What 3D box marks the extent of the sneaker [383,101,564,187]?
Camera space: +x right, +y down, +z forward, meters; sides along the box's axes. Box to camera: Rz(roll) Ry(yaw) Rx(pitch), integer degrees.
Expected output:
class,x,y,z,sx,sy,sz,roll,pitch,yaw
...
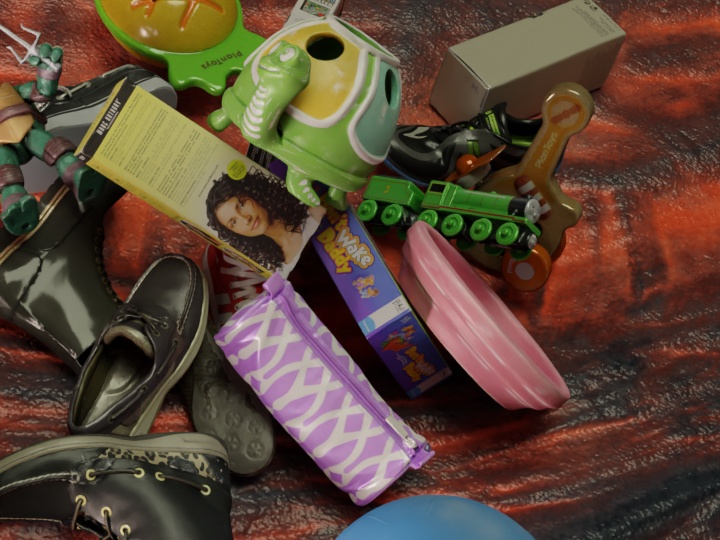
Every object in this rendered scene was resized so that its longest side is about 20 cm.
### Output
class,x,y,z,sx,sy,sz,roll,pitch,yaw
sneaker,0.107,-0.128,1.860,0.198,0.083,0.071,-1,49,-19

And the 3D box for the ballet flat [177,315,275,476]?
class,x,y,z,sx,sy,sz,roll,pitch,yaw
ballet flat,-0.128,0.091,1.614,0.067,0.046,0.200,-29,63,-11

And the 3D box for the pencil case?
class,x,y,z,sx,sy,sz,roll,pitch,yaw
pencil case,-0.030,0.099,1.565,0.200,0.085,0.084,47,53,-6

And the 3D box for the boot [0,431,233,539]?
class,x,y,z,sx,sy,sz,roll,pitch,yaw
boot,-0.184,0.205,1.471,0.202,0.074,0.154,-4,53,-20

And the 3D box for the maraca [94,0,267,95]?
class,x,y,z,sx,sy,sz,roll,pitch,yaw
maraca,-0.172,-0.242,1.855,0.137,0.107,0.200,-28,62,-27

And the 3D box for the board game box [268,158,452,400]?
class,x,y,z,sx,sy,sz,roll,pitch,yaw
board game box,0.000,0.000,1.673,0.045,0.135,0.201,-31,59,2

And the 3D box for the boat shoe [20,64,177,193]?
class,x,y,z,sx,sy,sz,roll,pitch,yaw
boat shoe,-0.262,-0.137,1.755,0.199,0.074,0.068,-34,57,-30

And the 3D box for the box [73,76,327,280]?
class,x,y,z,sx,sy,sz,roll,pitch,yaw
box,-0.131,-0.072,1.582,0.199,0.050,0.076,32,81,-12

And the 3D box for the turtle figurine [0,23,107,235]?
class,x,y,z,sx,sy,sz,roll,pitch,yaw
turtle figurine,-0.302,-0.130,1.635,0.149,0.101,0.200,-37,67,0

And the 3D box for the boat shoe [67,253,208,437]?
class,x,y,z,sx,sy,sz,roll,pitch,yaw
boat shoe,-0.181,0.065,1.567,0.071,0.065,0.201,16,62,18

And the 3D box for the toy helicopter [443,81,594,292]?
class,x,y,z,sx,sy,sz,roll,pitch,yaw
toy helicopter,0.148,-0.089,1.758,0.132,0.201,0.079,29,31,6

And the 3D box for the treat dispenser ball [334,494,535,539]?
class,x,y,z,sx,sy,sz,roll,pitch,yaw
treat dispenser ball,0.054,0.264,1.404,0.199,0.202,0.202,9,47,-10

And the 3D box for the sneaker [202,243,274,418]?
class,x,y,z,sx,sy,sz,roll,pitch,yaw
sneaker,-0.085,0.021,1.640,0.071,0.113,0.201,-7,51,-22

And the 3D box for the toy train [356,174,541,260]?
class,x,y,z,sx,sy,sz,roll,pitch,yaw
toy train,0.081,-0.051,1.743,0.199,0.042,0.057,10,69,39

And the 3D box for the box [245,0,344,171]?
class,x,y,z,sx,sy,sz,roll,pitch,yaw
box,-0.063,-0.164,1.755,0.035,0.201,0.110,22,46,3

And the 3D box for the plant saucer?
class,x,y,z,sx,sy,sz,roll,pitch,yaw
plant saucer,0.099,0.047,1.657,0.051,0.200,0.201,-41,62,8

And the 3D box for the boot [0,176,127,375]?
class,x,y,z,sx,sy,sz,roll,pitch,yaw
boot,-0.227,-0.006,1.656,0.138,0.078,0.200,37,62,11

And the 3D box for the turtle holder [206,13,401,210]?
class,x,y,z,sx,sy,sz,roll,pitch,yaw
turtle holder,-0.045,-0.142,1.569,0.185,0.132,0.141,26,14,-44

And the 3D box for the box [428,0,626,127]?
class,x,y,z,sx,sy,sz,roll,pitch,yaw
box,0.170,-0.205,1.953,0.199,0.082,0.068,-23,60,-35
